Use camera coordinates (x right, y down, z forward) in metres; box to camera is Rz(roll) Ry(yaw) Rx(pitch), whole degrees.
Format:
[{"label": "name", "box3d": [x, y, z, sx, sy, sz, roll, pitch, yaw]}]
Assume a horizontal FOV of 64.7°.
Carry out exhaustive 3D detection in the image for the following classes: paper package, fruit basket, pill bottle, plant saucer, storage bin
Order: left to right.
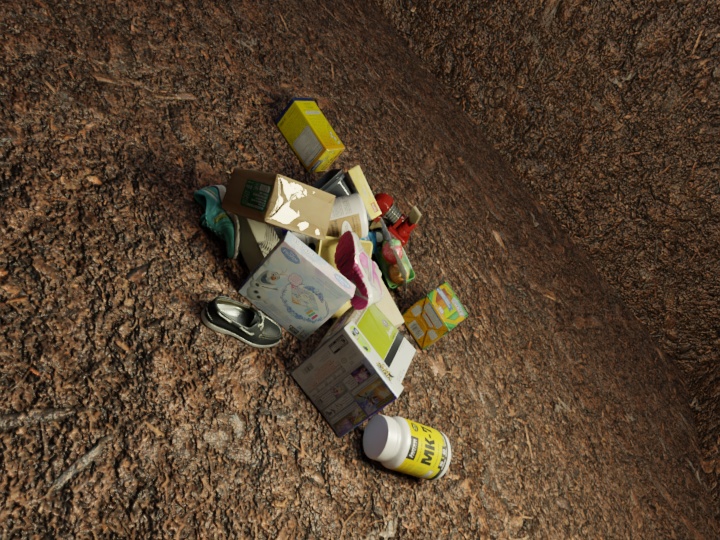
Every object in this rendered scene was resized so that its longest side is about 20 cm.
[{"label": "paper package", "box3d": [-0.185, -0.151, 1.286, 0.187, 0.107, 0.197, 14, 3, -44]}, {"label": "pill bottle", "box3d": [-0.085, -0.121, 1.468, 0.193, 0.116, 0.117, -14, 60, -8]}, {"label": "storage bin", "box3d": [-0.081, -0.186, 1.606, 0.136, 0.145, 0.200, 51, -5, -14]}, {"label": "plant saucer", "box3d": [-0.062, 0.016, 1.462, 0.197, 0.048, 0.208, 3, 100, -49]}, {"label": "fruit basket", "box3d": [0.105, -0.037, 1.668, 0.091, 0.201, 0.189, -20, 67, -9]}, {"label": "pill bottle", "box3d": [0.107, 0.407, 1.314, 0.196, 0.114, 0.117, 26, 40, -31]}]

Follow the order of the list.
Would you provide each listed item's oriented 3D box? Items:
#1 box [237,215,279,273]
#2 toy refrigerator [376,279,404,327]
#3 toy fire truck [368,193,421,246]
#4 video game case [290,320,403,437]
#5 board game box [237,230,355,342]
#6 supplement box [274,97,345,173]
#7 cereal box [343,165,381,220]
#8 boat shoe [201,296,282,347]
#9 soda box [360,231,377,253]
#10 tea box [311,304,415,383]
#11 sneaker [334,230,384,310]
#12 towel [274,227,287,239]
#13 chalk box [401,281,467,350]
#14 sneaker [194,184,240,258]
[{"label": "box", "box3d": [-0.243, -0.060, 1.376, 0.081, 0.068, 0.204, -7, 65, -52]}, {"label": "toy refrigerator", "box3d": [0.033, 0.079, 1.577, 0.075, 0.070, 0.204, -13, 68, -46]}, {"label": "toy fire truck", "box3d": [0.106, -0.169, 1.773, 0.176, 0.199, 0.129, 44, 34, -8]}, {"label": "video game case", "box3d": [-0.032, 0.238, 1.229, 0.183, 0.199, 0.045, 51, 32, 2]}, {"label": "board game box", "box3d": [-0.144, 0.042, 1.280, 0.198, 0.198, 0.044, 39, 35, -16]}, {"label": "supplement box", "box3d": [-0.158, -0.425, 1.784, 0.203, 0.108, 0.109, 56, 34, 8]}, {"label": "cereal box", "box3d": [-0.004, -0.213, 1.612, 0.147, 0.039, 0.200, 63, -8, -8]}, {"label": "boat shoe", "box3d": [-0.243, 0.111, 1.223, 0.196, 0.060, 0.078, 19, 44, -39]}, {"label": "soda box", "box3d": [-0.036, -0.075, 1.619, 0.197, 0.066, 0.067, -6, 92, -51]}, {"label": "tea box", "box3d": [0.005, 0.207, 1.361, 0.198, 0.133, 0.200, 48, 33, -5]}, {"label": "sneaker", "box3d": [0.000, 0.000, 1.383, 0.087, 0.080, 0.206, 5, 62, -47]}, {"label": "towel", "box3d": [-0.212, -0.123, 1.514, 0.141, 0.023, 0.205, 17, 47, -42]}, {"label": "chalk box", "box3d": [0.232, 0.128, 1.713, 0.127, 0.123, 0.198, 54, 34, 7]}, {"label": "sneaker", "box3d": [-0.334, -0.111, 1.333, 0.078, 0.078, 0.204, -11, 61, -32]}]
